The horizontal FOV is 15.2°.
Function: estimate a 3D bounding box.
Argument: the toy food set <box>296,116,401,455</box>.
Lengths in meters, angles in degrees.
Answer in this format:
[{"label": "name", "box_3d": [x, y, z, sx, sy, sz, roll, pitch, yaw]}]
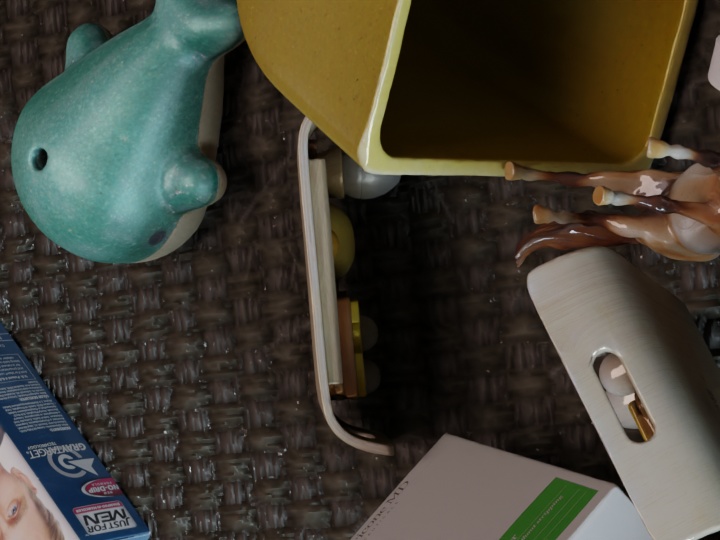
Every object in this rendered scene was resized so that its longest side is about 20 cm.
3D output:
[{"label": "toy food set", "box_3d": [0.000, 0.000, 1.489, 0.144, 0.060, 0.201, -168, 73, -88]}]

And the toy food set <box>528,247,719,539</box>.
[{"label": "toy food set", "box_3d": [0.145, 0.079, 1.294, 0.060, 0.200, 0.144, -30, 70, 14]}]

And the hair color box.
[{"label": "hair color box", "box_3d": [-0.228, 0.137, 1.757, 0.200, 0.060, 0.100, 50, 125, 29]}]

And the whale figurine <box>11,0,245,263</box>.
[{"label": "whale figurine", "box_3d": [-0.141, -0.096, 1.622, 0.159, 0.103, 0.200, 51, 125, 29]}]

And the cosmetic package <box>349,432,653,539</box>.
[{"label": "cosmetic package", "box_3d": [0.076, 0.158, 1.367, 0.085, 0.108, 0.200, 47, 165, -20]}]

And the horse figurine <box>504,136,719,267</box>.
[{"label": "horse figurine", "box_3d": [0.153, -0.030, 1.305, 0.200, 0.132, 0.050, -11, 71, 62]}]

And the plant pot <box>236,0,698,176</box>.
[{"label": "plant pot", "box_3d": [0.042, -0.172, 1.387, 0.200, 0.193, 0.197, 32, 115, 48]}]

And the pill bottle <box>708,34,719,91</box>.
[{"label": "pill bottle", "box_3d": [0.227, -0.174, 1.249, 0.112, 0.112, 0.201, 29, 112, 39]}]
